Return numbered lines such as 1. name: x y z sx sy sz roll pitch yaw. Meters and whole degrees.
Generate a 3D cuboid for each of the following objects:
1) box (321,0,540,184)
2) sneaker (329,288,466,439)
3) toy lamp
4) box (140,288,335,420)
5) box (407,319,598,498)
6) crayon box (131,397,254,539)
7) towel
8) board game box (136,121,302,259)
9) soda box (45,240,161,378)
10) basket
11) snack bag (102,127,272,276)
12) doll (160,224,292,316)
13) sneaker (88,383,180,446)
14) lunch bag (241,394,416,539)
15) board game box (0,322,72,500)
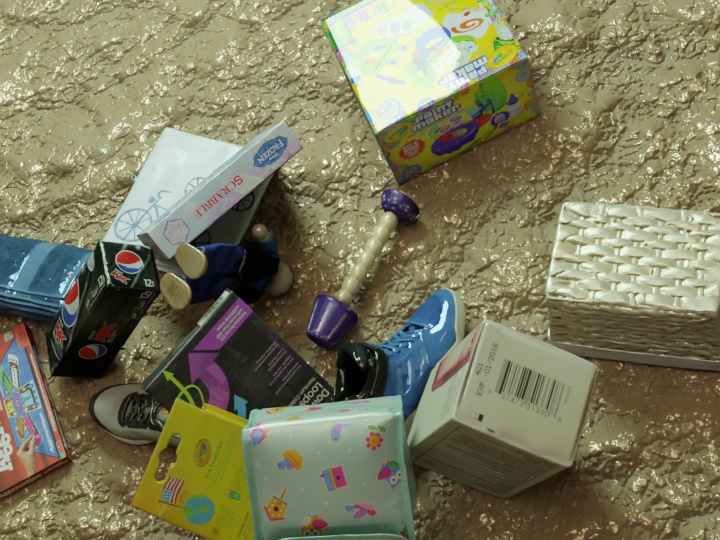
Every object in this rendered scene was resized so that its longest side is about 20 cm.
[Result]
1. box: 0.085 -0.249 1.611 0.198 0.122 0.194 -25 59 3
2. sneaker: 0.037 0.091 1.452 0.076 0.111 0.202 4 64 57
3. toy lamp: 0.000 0.000 1.551 0.058 0.058 0.201 23 70 26
4. box: -0.121 0.140 1.451 0.143 0.200 0.036 -49 17 -8
5. box: 0.137 0.145 1.331 0.127 0.200 0.110 22 69 -5
6. crayon box: -0.128 0.226 1.404 0.198 0.051 0.128 25 89 -8
7. towel: -0.419 0.006 1.670 0.198 0.049 0.112 9 51 22
8. board game box: -0.170 -0.090 1.555 0.199 0.200 0.041 -40 99 -9
9. soda box: -0.304 0.049 1.543 0.200 0.070 0.064 -50 46 42
10. basket: 0.299 0.014 1.410 0.198 0.124 0.137 5 64 20
11. snack bag: -0.216 -0.087 1.682 0.187 0.021 0.202 14 66 22
12. doll: -0.146 0.009 1.510 0.048 0.199 0.137 37 109 25
13. sneaker: -0.229 0.166 1.523 0.198 0.079 0.075 10 69 23
14. lunch bag: -0.027 0.238 1.328 0.168 0.122 0.203 -5 93 1
15. board game box: -0.427 0.170 1.617 0.102 0.019 0.201 -29 59 3
